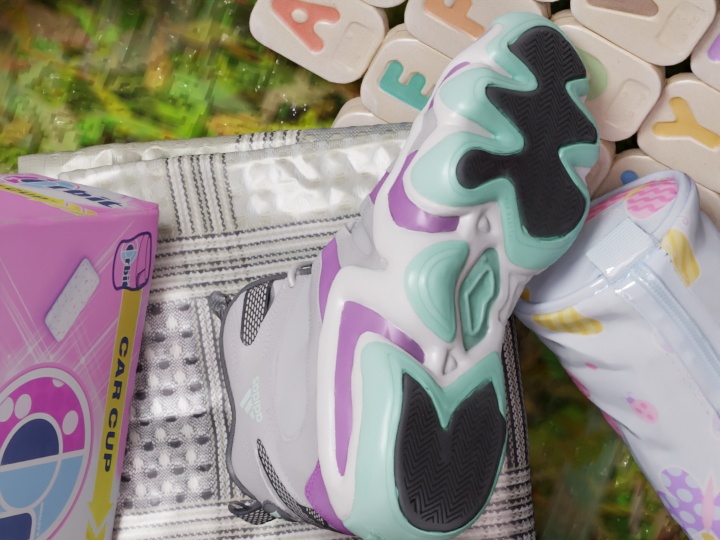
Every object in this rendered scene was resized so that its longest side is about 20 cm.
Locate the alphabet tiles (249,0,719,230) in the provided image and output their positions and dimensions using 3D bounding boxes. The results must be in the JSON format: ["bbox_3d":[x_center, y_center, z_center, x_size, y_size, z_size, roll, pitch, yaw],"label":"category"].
[{"bbox_3d":[0.064,-0.082,0.980,0.195,0.015,0.200,29,130,-5],"label":"alphabet tiles"}]

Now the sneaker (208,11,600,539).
[{"bbox_3d":[0.000,0.000,0.958,0.078,0.139,0.201,38,63,-36],"label":"sneaker"}]

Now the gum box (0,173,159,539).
[{"bbox_3d":[-0.145,0.070,0.980,0.066,0.113,0.201,15,102,31],"label":"gum box"}]

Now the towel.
[{"bbox_3d":[-0.037,0.043,1.015,0.199,0.035,0.194,-5,94,17],"label":"towel"}]

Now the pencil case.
[{"bbox_3d":[0.138,0.060,0.991,0.083,0.091,0.200,-33,105,12],"label":"pencil case"}]
